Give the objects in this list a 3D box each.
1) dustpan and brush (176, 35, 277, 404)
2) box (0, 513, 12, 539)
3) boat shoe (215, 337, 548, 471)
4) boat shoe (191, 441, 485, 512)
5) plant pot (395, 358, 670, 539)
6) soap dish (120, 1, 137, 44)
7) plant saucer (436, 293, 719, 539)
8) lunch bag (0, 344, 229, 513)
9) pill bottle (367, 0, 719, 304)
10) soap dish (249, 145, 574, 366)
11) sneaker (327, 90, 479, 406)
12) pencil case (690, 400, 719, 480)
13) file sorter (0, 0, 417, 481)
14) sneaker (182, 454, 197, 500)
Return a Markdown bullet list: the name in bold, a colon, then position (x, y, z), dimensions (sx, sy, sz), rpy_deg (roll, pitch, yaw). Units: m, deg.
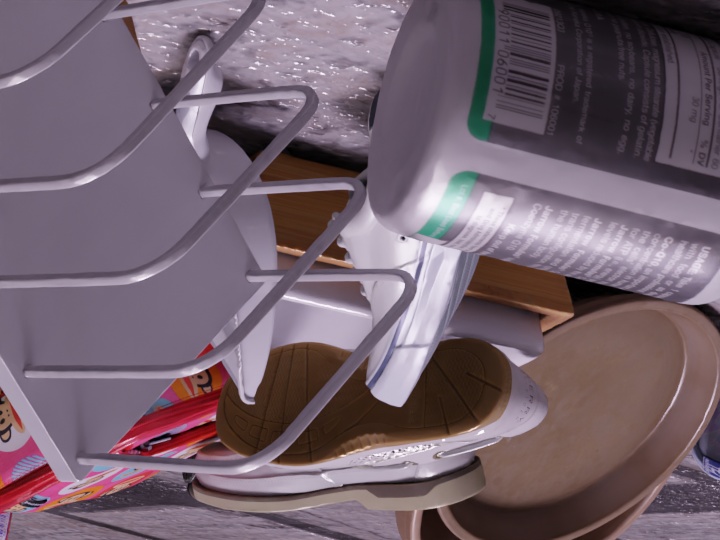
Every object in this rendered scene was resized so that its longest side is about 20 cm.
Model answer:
- **dustpan and brush**: position (-0.081, -0.041, 1.377), dimensions (0.057, 0.140, 0.201), rpy_deg (-11, 141, -32)
- **box**: position (-0.265, 0.064, 1.715), dimensions (0.095, 0.201, 0.099), rpy_deg (-3, 161, 38)
- **boat shoe**: position (0.011, 0.080, 1.520), dimensions (0.199, 0.071, 0.069), rpy_deg (-3, 160, 37)
- **boat shoe**: position (-0.017, 0.099, 1.624), dimensions (0.199, 0.069, 0.075), rpy_deg (-5, -168, 35)
- **plant pot**: position (0.100, 0.101, 1.758), dimensions (0.200, 0.201, 0.093), rpy_deg (23, -158, -45)
- **soap dish**: position (-0.208, -0.104, 1.216), dimensions (0.157, 0.082, 0.199), rpy_deg (-4, 162, 44)
- **plant saucer**: position (0.127, 0.087, 1.668), dimensions (0.200, 0.200, 0.030), rpy_deg (24, -157, -47)
- **lunch bag**: position (-0.123, 0.071, 1.661), dimensions (0.176, 0.082, 0.200), rpy_deg (-30, 172, 32)
- **pill bottle**: position (0.112, -0.049, 1.185), dimensions (0.199, 0.114, 0.113), rpy_deg (14, 166, -15)
- **soap dish**: position (0.000, 0.000, 1.528), dimensions (0.199, 0.082, 0.157), rpy_deg (13, 166, -15)
- **sneaker**: position (0.021, -0.016, 1.389), dimensions (0.070, 0.073, 0.201), rpy_deg (23, 134, 9)
- **pencil case**: position (0.296, 0.115, 1.789), dimensions (0.090, 0.084, 0.199), rpy_deg (20, 178, 44)
- **file sorter**: position (-0.088, -0.034, 1.127), dimensions (0.124, 0.139, 0.201), rpy_deg (-2, 126, 44)
- **sneaker**: position (-0.068, 0.101, 1.923), dimensions (0.076, 0.115, 0.199), rpy_deg (12, 164, -20)
